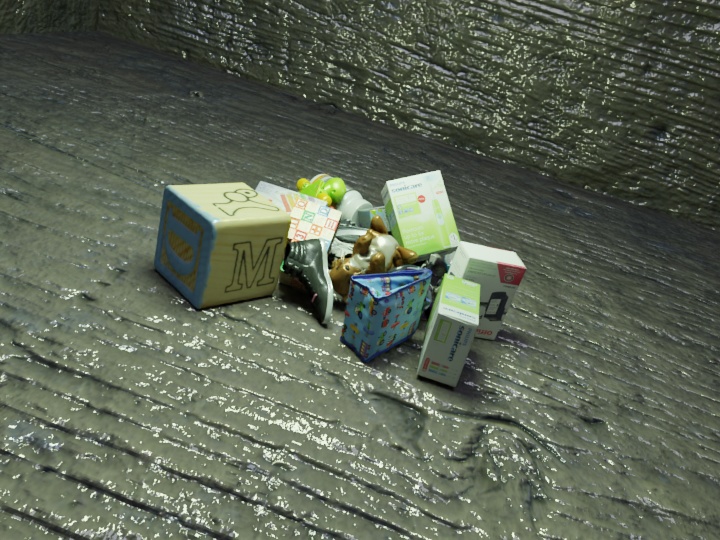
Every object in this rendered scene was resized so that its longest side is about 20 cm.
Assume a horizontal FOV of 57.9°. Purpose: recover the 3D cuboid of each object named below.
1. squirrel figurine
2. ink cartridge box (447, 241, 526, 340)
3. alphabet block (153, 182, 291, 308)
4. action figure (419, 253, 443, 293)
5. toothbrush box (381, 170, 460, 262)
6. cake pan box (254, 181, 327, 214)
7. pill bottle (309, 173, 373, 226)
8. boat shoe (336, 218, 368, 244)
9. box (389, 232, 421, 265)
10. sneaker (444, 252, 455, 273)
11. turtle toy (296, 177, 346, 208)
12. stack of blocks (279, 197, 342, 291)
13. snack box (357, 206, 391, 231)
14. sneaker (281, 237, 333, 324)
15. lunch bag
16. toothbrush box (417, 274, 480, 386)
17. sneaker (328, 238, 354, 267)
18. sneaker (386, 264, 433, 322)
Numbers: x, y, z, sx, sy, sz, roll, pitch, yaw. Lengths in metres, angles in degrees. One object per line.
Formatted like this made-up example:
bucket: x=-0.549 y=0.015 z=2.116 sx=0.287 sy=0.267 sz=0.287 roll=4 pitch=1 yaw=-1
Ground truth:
squirrel figurine: x=0.000 y=0.000 z=1.497 sx=0.186 sy=0.200 sz=0.142 roll=-39 pitch=84 yaw=-28
ink cartridge box: x=0.269 y=0.050 z=1.496 sx=0.144 sy=0.201 sz=0.085 roll=10 pitch=27 yaw=-15
alphabet block: x=-0.292 y=-0.060 z=1.372 sx=0.199 sy=0.198 sz=0.195 roll=-10 pitch=36 yaw=-45
action figure: x=0.170 y=0.016 z=1.613 sx=0.198 sy=0.103 sz=0.119 roll=14 pitch=-10 yaw=-13
toothbrush box: x=0.150 y=-0.131 z=1.630 sx=0.144 sy=0.202 sz=0.086 roll=-12 pitch=-11 yaw=-11
cake pan box: x=-0.196 y=-0.114 z=1.608 sx=0.199 sy=0.052 sz=0.185 roll=20 pitch=63 yaw=11
pill bottle: x=-0.063 y=-0.196 z=1.910 sx=0.199 sy=0.117 sz=0.116 roll=33 pitch=29 yaw=34
boat shoe: x=-0.037 y=-0.102 z=1.697 sx=0.199 sy=0.068 sz=0.072 roll=1 pitch=-27 yaw=36
box: x=0.112 y=-0.072 z=1.844 sx=0.158 sy=0.046 sz=0.200 roll=27 pitch=26 yaw=22
sneaker: x=0.295 y=-0.028 z=1.807 sx=0.080 sy=0.077 sz=0.200 roll=-4 pitch=11 yaw=34
turtle toy: x=-0.123 y=-0.184 z=1.800 sx=0.146 sy=0.200 sz=0.101 roll=40 pitch=-5 yaw=43
stack of blocks: x=-0.128 y=-0.060 z=1.514 sx=0.114 sy=0.059 sz=0.201 roll=18 pitch=61 yaw=2
snack box: x=0.105 y=-0.146 z=1.761 sx=0.198 sy=0.068 sz=0.169 roll=-8 pitch=7 yaw=-10
sneaker: x=-0.117 y=0.022 z=1.396 sx=0.098 sy=0.071 sz=0.202 roll=1 pitch=64 yaw=-23
lunch bag: x=0.071 y=0.080 z=1.333 sx=0.199 sy=0.152 sz=0.094 roll=-12 pitch=36 yaw=-37
toothbrush box: x=0.184 y=0.118 z=1.340 sx=0.085 sy=0.147 sz=0.200 roll=17 pitch=25 yaw=3
sneaker: x=-0.071 y=-0.043 z=1.627 sx=0.198 sy=0.076 sz=0.088 roll=12 pitch=24 yaw=-9
sneaker: x=0.122 y=0.053 z=1.443 sx=0.200 sy=0.074 sz=0.088 roll=34 pitch=40 yaw=-57
